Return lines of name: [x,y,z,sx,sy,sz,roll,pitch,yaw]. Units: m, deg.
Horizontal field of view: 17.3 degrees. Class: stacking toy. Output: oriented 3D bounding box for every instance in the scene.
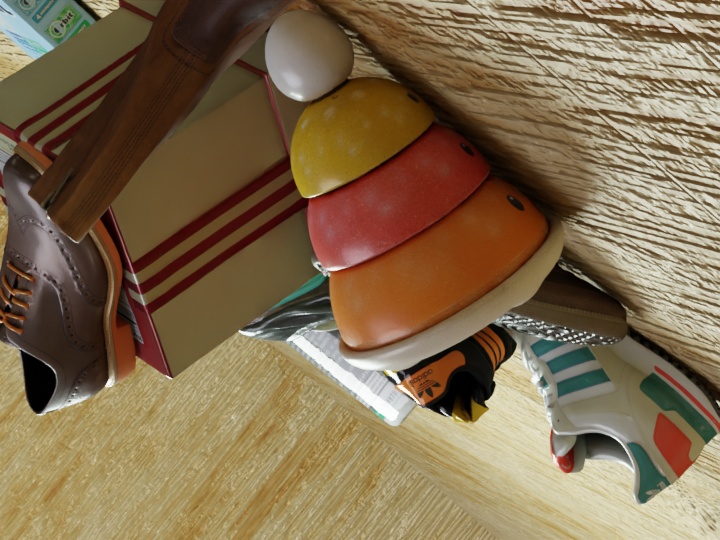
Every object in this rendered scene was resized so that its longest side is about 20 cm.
stacking toy: [0.009,-0.057,1.320,0.200,0.146,0.146,58,168,-14]

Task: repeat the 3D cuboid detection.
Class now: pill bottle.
pill bottle: [-0.015,0.021,1.870,0.200,0.113,0.113,38,173,4]

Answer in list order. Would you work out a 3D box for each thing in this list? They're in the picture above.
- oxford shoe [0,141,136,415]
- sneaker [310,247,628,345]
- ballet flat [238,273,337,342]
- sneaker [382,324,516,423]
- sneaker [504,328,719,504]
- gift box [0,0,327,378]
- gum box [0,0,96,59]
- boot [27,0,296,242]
oxford shoe: [-0.188,0.011,1.421,0.071,0.073,0.200,34,148,38]
sneaker: [0.072,-0.012,1.440,0.200,0.076,0.070,16,171,6]
ballet flat: [0.000,0.000,1.571,0.200,0.068,0.068,-20,143,34]
sneaker: [0.060,0.065,1.563,0.090,0.070,0.200,65,-163,18]
sneaker: [0.134,0.073,1.512,0.200,0.093,0.070,35,172,30]
gift box: [-0.113,-0.075,1.489,0.185,0.187,0.200,33,147,39]
gum box: [-0.305,-0.245,1.948,0.200,0.045,0.170,42,173,-27]
boot: [-0.077,-0.101,1.050,0.068,0.200,0.188,41,173,-18]
